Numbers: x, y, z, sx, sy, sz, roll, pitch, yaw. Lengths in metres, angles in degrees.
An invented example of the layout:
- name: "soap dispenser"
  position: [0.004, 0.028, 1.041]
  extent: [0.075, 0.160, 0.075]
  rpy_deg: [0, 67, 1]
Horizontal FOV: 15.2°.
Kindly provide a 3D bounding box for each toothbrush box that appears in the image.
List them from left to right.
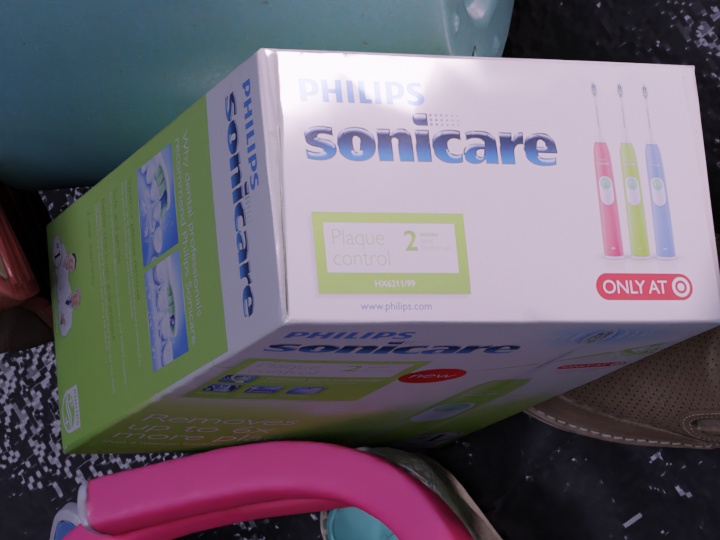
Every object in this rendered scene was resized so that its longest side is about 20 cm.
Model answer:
- name: "toothbrush box"
  position: [0.000, 0.000, 0.858]
  extent: [0.200, 0.146, 0.086]
  rpy_deg: [148, 119, -61]

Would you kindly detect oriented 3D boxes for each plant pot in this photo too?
- name: "plant pot"
  position: [-0.034, -0.123, 0.912]
  extent: [0.161, 0.201, 0.201]
  rpy_deg: [3, 90, 14]

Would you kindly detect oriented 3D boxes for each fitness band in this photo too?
- name: "fitness band"
  position: [-0.043, 0.131, 0.893]
  extent: [0.200, 0.037, 0.144]
  rpy_deg: [-13, 65, 29]

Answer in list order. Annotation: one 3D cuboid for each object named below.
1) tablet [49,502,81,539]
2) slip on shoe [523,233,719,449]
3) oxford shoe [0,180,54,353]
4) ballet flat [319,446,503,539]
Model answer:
- name: "tablet"
  position: [-0.045, 0.182, 0.978]
  extent: [0.200, 0.014, 0.130]
  rpy_deg: [34, 129, 23]
- name: "slip on shoe"
  position: [0.127, 0.027, 0.896]
  extent: [0.200, 0.061, 0.076]
  rpy_deg: [9, 93, 26]
- name: "oxford shoe"
  position: [-0.147, 0.000, 0.951]
  extent: [0.075, 0.200, 0.070]
  rpy_deg: [-25, 81, 4]
- name: "ballet flat"
  position: [0.060, 0.143, 0.928]
  extent: [0.067, 0.062, 0.200]
  rpy_deg: [-35, 82, 17]
